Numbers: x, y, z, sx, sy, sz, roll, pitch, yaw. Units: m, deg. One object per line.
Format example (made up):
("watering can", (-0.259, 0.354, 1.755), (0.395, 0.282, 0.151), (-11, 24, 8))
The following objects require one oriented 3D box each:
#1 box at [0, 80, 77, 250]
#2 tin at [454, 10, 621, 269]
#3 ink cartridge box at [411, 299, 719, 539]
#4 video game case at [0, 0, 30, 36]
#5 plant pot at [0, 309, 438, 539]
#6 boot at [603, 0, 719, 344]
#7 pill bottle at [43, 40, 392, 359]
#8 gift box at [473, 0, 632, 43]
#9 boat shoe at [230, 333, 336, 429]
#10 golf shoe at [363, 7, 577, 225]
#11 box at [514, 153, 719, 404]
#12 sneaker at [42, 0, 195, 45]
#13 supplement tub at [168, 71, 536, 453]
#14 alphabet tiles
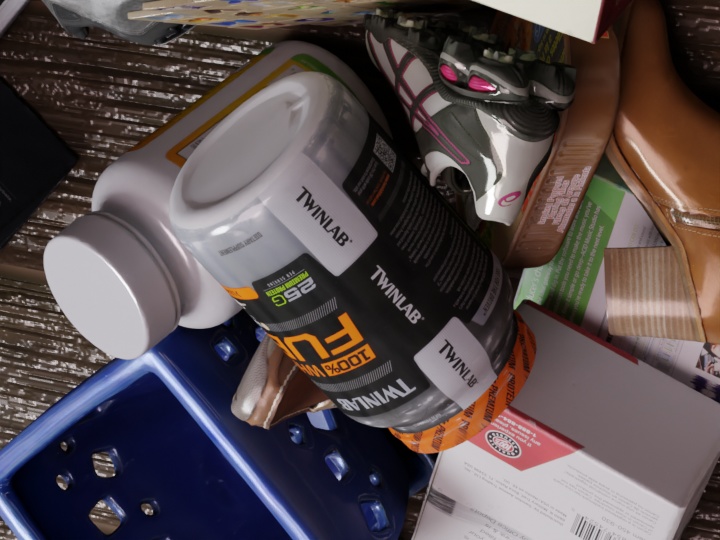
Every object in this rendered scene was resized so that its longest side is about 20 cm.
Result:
("box", (-0.314, -0.013, 1.781), (0.124, 0.197, 0.200), (43, 130, -3))
("tin", (0.096, -0.081, 1.558), (0.042, 0.112, 0.200), (2, 144, -15))
("ink cartridge box", (0.121, 0.132, 1.675), (0.146, 0.083, 0.200), (29, 143, 10))
("video game case", (-0.242, -0.254, 1.705), (0.182, 0.022, 0.200), (45, 131, -2))
("plant pot", (-0.079, 0.122, 1.739), (0.200, 0.180, 0.200), (51, 129, -2))
("boot", (0.208, -0.060, 1.543), (0.154, 0.074, 0.201), (-3, 93, 9))
("pill bottle", (-0.083, -0.037, 1.621), (0.111, 0.200, 0.111), (32, 143, 28))
("gift box", (0.070, -0.226, 1.441), (0.186, 0.185, 0.201), (22, 119, 14))
("boat shoe", (-0.009, 0.044, 1.644), (0.072, 0.200, 0.076), (32, 122, 10))
("golf shoe", (0.045, -0.089, 1.515), (0.077, 0.200, 0.089), (7, 103, -20))
("box", (0.189, 0.024, 1.629), (0.199, 0.036, 0.145), (25, 128, 12))
("sneaker", (-0.104, -0.176, 1.652), (0.199, 0.067, 0.091), (-5, 135, 20))
("supplement tub", (0.000, 0.000, 1.534), (0.122, 0.123, 0.200), (-23, 121, 37))
("alphabet tiles", (-0.023, -0.145, 1.546), (0.166, 0.200, 0.006), (-5, 90, 30))
